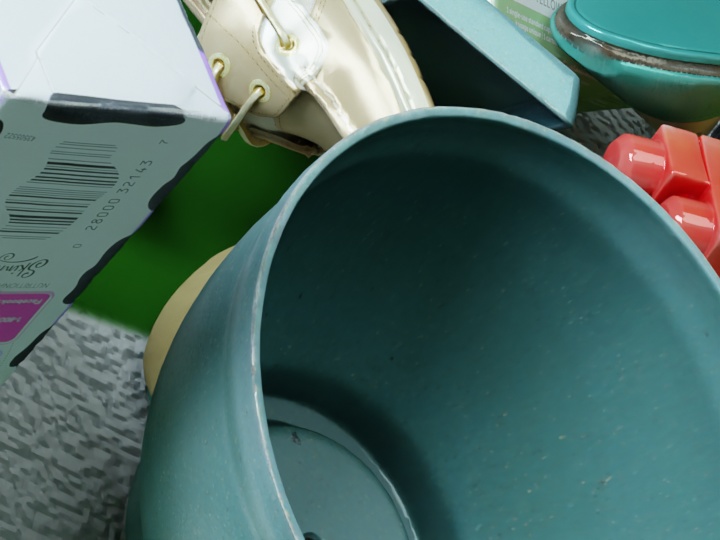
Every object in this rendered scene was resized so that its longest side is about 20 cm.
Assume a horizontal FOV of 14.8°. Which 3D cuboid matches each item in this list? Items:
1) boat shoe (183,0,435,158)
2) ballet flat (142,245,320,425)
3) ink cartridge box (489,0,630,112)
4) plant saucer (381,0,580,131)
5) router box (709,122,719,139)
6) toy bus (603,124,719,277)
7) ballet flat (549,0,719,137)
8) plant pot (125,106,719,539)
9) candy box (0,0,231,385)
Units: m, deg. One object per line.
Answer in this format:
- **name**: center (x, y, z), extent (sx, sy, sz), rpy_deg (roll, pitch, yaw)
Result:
- **boat shoe**: center (-0.030, -0.075, 0.927), extent (0.069, 0.074, 0.200), rpy_deg (-25, 65, -10)
- **ballet flat**: center (0.000, 0.000, 0.949), extent (0.069, 0.063, 0.200), rpy_deg (49, 37, 7)
- **ink cartridge box**: center (0.065, -0.173, 1.091), extent (0.145, 0.048, 0.200), rpy_deg (16, 73, -58)
- **plant saucer**: center (0.028, -0.072, 0.972), extent (0.070, 0.019, 0.200), rpy_deg (39, -8, -8)
- **router box**: center (0.264, -0.040, 1.236), extent (0.200, 0.062, 0.150), rpy_deg (43, 37, -2)
- **toy bus**: center (0.187, -0.020, 1.043), extent (0.192, 0.200, 0.136), rpy_deg (17, 43, -20)
- **ballet flat**: center (0.148, -0.084, 1.095), extent (0.200, 0.070, 0.067), rpy_deg (-16, 49, -38)
- **plant pot**: center (0.014, 0.069, 0.821), extent (0.200, 0.134, 0.200), rpy_deg (18, 58, -32)
- **candy box**: center (-0.140, -0.049, 0.749), extent (0.071, 0.200, 0.168), rpy_deg (2, 53, -41)
